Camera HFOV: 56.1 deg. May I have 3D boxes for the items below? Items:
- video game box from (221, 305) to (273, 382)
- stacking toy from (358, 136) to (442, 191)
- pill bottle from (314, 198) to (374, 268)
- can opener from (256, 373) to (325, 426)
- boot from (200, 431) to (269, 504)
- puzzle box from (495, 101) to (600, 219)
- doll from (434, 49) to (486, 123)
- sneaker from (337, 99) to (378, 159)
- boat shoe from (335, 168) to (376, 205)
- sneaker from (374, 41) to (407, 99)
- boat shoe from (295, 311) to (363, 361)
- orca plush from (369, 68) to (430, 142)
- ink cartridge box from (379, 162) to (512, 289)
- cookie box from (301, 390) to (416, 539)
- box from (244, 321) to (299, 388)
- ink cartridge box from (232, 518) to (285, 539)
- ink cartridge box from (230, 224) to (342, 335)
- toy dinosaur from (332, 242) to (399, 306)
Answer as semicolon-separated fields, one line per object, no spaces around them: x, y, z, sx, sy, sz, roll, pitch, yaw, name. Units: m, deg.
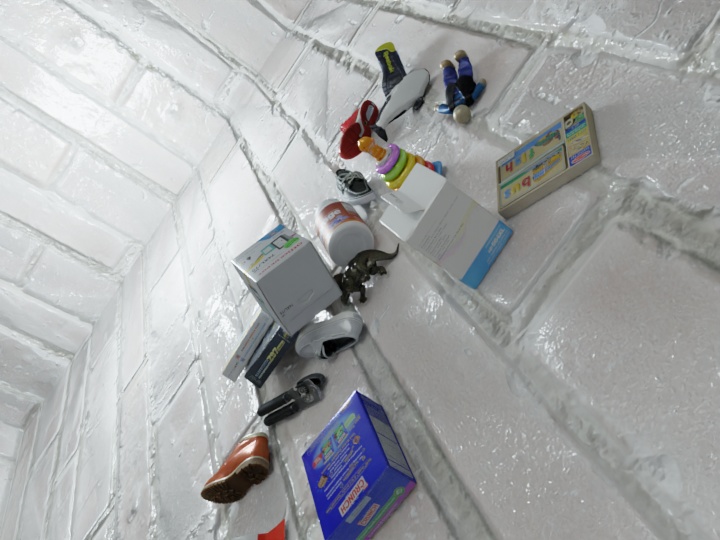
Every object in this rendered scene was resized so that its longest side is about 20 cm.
-0.279;0.171;1.714;0.184;0.046;0.200;-60;8;3;video game box
0.071;-0.221;1.425;0.115;0.198;0.112;-28;40;43;stacking toy
-0.046;-0.095;1.584;0.113;0.111;0.201;-52;29;10;pill bottle
-0.146;0.279;1.469;0.199;0.054;0.067;-33;5;40;can opener
-0.272;0.436;1.489;0.199;0.075;0.108;-36;31;21;boot
0.320;-0.189;1.177;0.199;0.025;0.135;-34;38;39;puzzle box
0.219;-0.402;1.519;0.135;0.048;0.203;-28;46;29;doll
-0.022;-0.369;1.872;0.115;0.078;0.202;-26;29;57;sneaker
-0.018;-0.215;1.683;0.072;0.069;0.200;-20;23;-7;boat shoe
0.094;-0.518;1.821;0.072;0.082;0.204;-16;62;15;sneaker
-0.071;0.155;1.440;0.198;0.072;0.070;-25;42;33;boat shoe
0.110;-0.418;1.724;0.104;0.071;0.203;26;90;17;orca plush
0.139;-0.084;1.182;0.126;0.198;0.129;-55;29;5;ink cartridge box
-0.009;0.338;1.146;0.172;0.075;0.201;-52;29;13;cookie box
-0.198;0.167;1.578;0.159;0.051;0.200;-54;9;9;box
-0.217;0.579;1.277;0.200;0.047;0.162;-44;31;29;ink cartridge box
-0.163;0.015;1.463;0.146;0.148;0.199;-37;26;-14;ink cartridge box
0.000;0.000;1.459;0.201;0.076;0.103;-53;39;18;toy dinosaur
